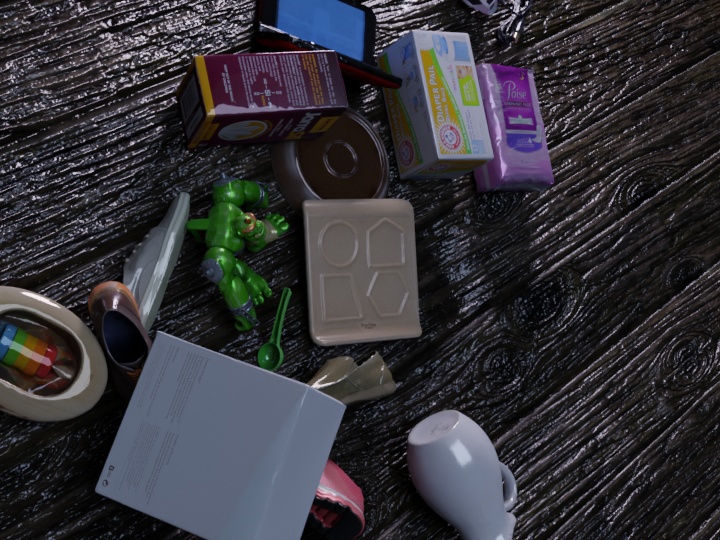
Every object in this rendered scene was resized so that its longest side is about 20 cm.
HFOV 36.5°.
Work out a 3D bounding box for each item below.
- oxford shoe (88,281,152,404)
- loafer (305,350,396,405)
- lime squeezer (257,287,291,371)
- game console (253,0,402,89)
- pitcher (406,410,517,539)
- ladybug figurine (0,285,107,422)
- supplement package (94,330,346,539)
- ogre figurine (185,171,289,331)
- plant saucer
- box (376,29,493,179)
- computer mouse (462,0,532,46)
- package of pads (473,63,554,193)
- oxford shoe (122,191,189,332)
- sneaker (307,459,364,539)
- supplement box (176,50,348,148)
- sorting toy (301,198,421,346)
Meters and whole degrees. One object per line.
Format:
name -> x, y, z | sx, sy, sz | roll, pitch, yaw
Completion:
oxford shoe -> -0.266, 0.114, 1.283 | 0.071, 0.073, 0.201 | -25, 116, -6
loafer -> -0.040, 0.153, 1.454 | 0.199, 0.076, 0.068 | -8, 81, -44
lime squeezer -> -0.132, 0.122, 1.405 | 0.038, 0.071, 0.201 | 26, 64, 16
game console -> -0.040, -0.349, 1.565 | 0.199, 0.172, 0.120 | 15, 96, -29
pitcher -> 0.153, 0.286, 1.525 | 0.201, 0.121, 0.172 | 62, 34, -16
ladybug figurine -> -0.384, 0.095, 1.237 | 0.199, 0.072, 0.136 | 34, 66, -18
supplement package -> -0.153, 0.200, 1.238 | 0.193, 0.199, 0.147 | -70, 159, -9
ogre figurine -> -0.158, -0.035, 1.403 | 0.120, 0.098, 0.201 | 43, 66, -57
plant saucer -> -0.034, -0.156, 1.564 | 0.199, 0.032, 0.202 | 10, 71, -30
box -> 0.111, -0.245, 1.639 | 0.112, 0.101, 0.202 | -6, 80, -34
computer mouse -> 0.197, -0.459, 1.792 | 0.200, 0.044, 0.110 | 35, 65, -27
package of pads -> 0.230, -0.221, 1.727 | 0.120, 0.075, 0.202 | -1, 78, -36
oxford shoe -> -0.260, -0.016, 1.360 | 0.057, 0.075, 0.201 | 17, 64, 2
sneaker -> -0.077, 0.266, 1.411 | 0.200, 0.074, 0.087 | 39, 26, -9
supplement box -> -0.132, -0.228, 1.452 | 0.199, 0.110, 0.086 | -8, 77, -25
sorting toy -> 0.000, 0.000, 1.530 | 0.184, 0.036, 0.202 | -3, 86, -34
